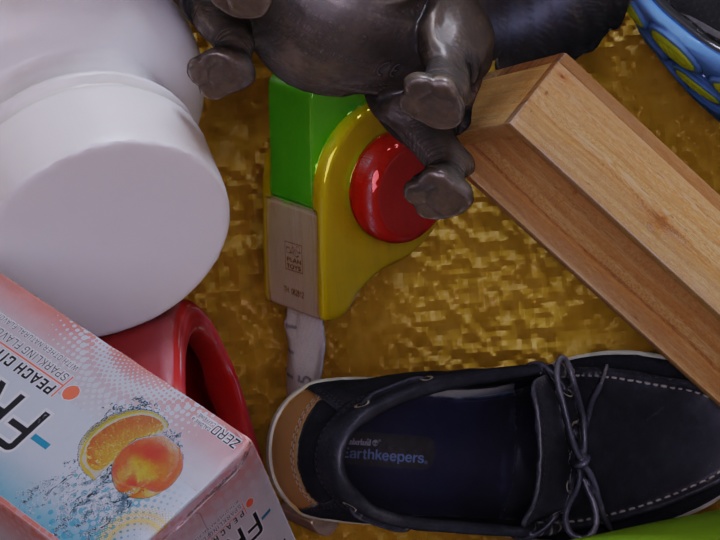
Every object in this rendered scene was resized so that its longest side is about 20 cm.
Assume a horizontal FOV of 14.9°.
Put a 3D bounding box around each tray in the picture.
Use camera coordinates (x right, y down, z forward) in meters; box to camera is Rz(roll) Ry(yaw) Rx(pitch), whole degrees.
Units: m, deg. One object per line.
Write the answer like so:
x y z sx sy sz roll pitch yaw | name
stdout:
0.120 0.003 0.997 0.200 0.099 0.037 41 79 -12 | tray

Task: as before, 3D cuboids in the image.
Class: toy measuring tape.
0.000 0.000 1.058 0.073 0.074 0.201 -1 107 0 | toy measuring tape

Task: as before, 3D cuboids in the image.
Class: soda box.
-0.111 0.050 0.867 0.064 0.069 0.200 -42 49 -20 | soda box

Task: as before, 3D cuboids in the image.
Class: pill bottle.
-0.118 -0.076 0.975 0.114 0.114 0.200 -27 49 1 | pill bottle

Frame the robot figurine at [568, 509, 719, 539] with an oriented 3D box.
0.112 0.150 1.005 0.199 0.175 0.116 -7 96 -36 | robot figurine

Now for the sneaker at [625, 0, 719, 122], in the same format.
0.187 -0.082 1.021 0.199 0.071 0.083 19 76 33 | sneaker

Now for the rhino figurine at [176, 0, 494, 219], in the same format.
-0.036 -0.101 0.930 0.200 0.088 0.060 31 124 -15 | rhino figurine

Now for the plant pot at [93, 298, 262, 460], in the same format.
-0.124 0.124 0.987 0.182 0.200 0.201 -12 91 3 | plant pot

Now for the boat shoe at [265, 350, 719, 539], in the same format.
0.065 0.068 1.034 0.199 0.062 0.075 1 91 -21 | boat shoe

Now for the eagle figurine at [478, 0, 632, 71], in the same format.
0.041 -0.176 0.972 0.150 0.200 0.152 -16 66 -20 | eagle figurine
